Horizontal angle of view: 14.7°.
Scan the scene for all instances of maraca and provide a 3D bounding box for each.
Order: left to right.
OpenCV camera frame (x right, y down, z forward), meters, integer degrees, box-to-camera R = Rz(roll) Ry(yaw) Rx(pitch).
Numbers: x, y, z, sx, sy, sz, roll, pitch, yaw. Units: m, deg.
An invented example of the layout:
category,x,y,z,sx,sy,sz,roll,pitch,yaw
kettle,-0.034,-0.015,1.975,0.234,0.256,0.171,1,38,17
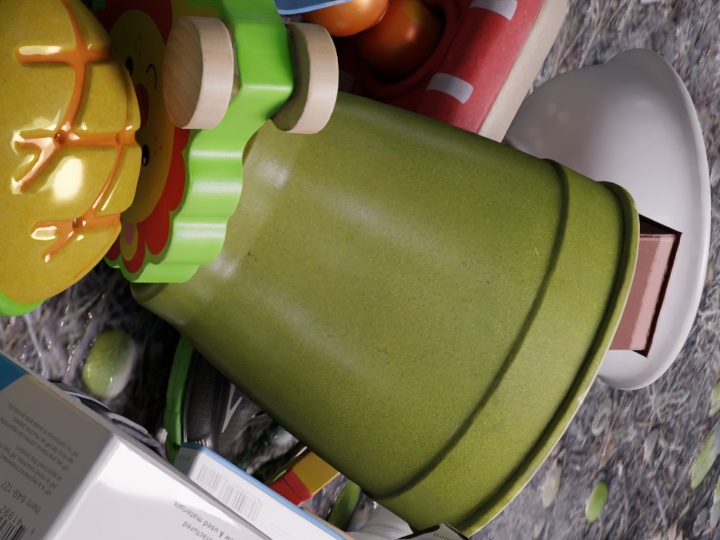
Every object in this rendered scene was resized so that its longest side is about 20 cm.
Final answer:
category,x,y,z,sx,sy,sz,roll,pitch,yaw
maraca,-0.151,-0.075,1.168,0.137,0.106,0.201,-69,154,-51

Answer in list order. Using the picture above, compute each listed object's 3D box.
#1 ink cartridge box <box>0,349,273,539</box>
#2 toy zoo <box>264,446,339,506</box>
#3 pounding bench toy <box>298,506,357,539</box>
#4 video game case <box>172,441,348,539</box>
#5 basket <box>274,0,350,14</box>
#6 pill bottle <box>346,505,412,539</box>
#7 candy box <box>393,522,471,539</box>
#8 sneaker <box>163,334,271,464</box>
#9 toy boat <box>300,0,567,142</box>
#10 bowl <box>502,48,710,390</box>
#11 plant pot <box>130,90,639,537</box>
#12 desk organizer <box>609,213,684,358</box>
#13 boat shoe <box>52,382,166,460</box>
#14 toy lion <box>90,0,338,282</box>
category,x,y,z,sx,sy,sz,roll,pitch,yaw
ink cartridge box,-0.155,0.156,1.200,0.200,0.147,0.145,-55,134,-4
toy zoo,-0.003,0.089,1.547,0.200,0.020,0.131,-42,179,43
pounding bench toy,-0.096,0.207,1.407,0.124,0.156,0.201,43,66,-34
video game case,-0.072,0.201,1.313,0.143,0.018,0.201,37,69,-37
basket,0.016,-0.222,1.303,0.139,0.175,0.201,-82,163,-64
pill bottle,-0.008,0.234,1.673,0.200,0.109,0.110,-53,150,-33
candy box,-0.025,0.202,1.191,0.199,0.061,0.137,-16,121,-37
sneaker,-0.039,0.045,1.505,0.200,0.083,0.077,-42,143,-45
toy boat,0.017,-0.130,1.482,0.131,0.130,0.201,38,71,-33
bowl,0.121,-0.030,1.630,0.090,0.201,0.202,0,113,-21
plant pot,0.000,0.000,1.352,0.201,0.192,0.201,-53,-162,25
desk organizer,0.073,-0.020,1.538,0.077,0.200,0.072,2,108,-44
boat shoe,-0.158,0.088,1.312,0.200,0.068,0.072,16,94,-64
toy lion,-0.085,-0.103,1.246,0.068,0.192,0.201,0,71,-27
